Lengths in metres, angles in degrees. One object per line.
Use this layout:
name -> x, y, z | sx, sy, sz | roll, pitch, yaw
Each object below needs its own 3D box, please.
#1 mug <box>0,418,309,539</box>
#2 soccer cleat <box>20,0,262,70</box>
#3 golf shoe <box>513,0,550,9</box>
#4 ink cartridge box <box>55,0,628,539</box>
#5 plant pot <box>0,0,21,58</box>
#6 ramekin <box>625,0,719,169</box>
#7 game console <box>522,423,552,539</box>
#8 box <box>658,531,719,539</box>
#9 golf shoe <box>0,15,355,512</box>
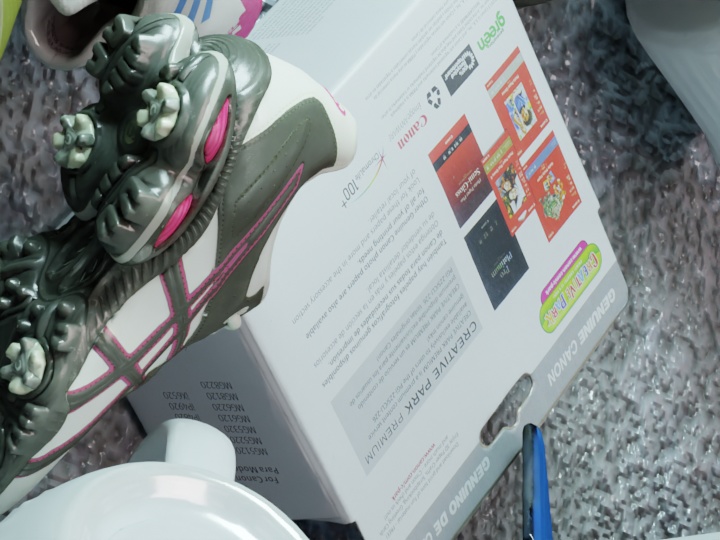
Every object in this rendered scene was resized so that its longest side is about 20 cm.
mug -> -0.079, 0.131, 0.908 | 0.147, 0.175, 0.200 | 23, 38, -11
soccer cleat -> -0.083, -0.100, 0.992 | 0.086, 0.070, 0.200 | -54, 171, -8
golf shoe -> 0.021, -0.166, 1.140 | 0.200, 0.088, 0.077 | 28, 68, -42
ink cartridge box -> 0.000, 0.000, 1.105 | 0.200, 0.084, 0.176 | -49, 124, -38
plant pot -> -0.161, -0.151, 0.881 | 0.187, 0.187, 0.200 | 59, 33, -27
ramekin -> 0.212, -0.134, 1.278 | 0.098, 0.200, 0.201 | 45, 55, -27
game console -> 0.029, 0.187, 1.112 | 0.171, 0.118, 0.200 | -26, 139, -15
box -> 0.186, 0.178, 1.162 | 0.200, 0.199, 0.131 | -88, 170, -85
golf shoe -> -0.078, 0.013, 0.940 | 0.088, 0.200, 0.077 | 16, 31, -41
